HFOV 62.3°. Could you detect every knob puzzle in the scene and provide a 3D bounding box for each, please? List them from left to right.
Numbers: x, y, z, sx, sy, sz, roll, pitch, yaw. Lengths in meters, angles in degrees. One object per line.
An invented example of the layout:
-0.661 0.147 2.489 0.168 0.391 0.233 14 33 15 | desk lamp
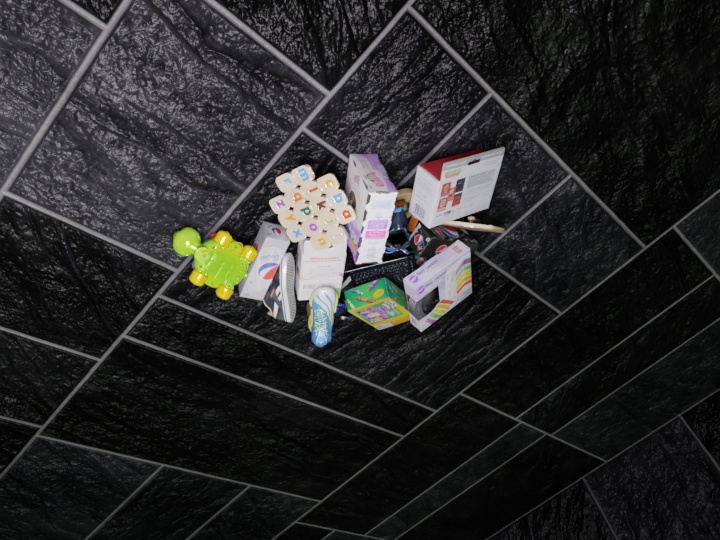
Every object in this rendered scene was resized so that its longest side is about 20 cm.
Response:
0.275 -0.121 1.499 0.219 0.220 0.031 7 94 -23 | knob puzzle

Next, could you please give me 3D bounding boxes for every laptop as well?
0.062 0.026 1.510 0.177 0.103 0.200 -13 129 4 | laptop

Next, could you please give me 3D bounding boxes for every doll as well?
-0.043 0.099 1.665 0.199 0.049 0.137 1 148 -22 | doll

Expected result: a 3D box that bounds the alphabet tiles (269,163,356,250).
-0.111 -0.143 1.374 0.195 0.015 0.200 -19 110 32 | alphabet tiles

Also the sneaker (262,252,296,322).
-0.213 0.044 1.541 0.079 0.078 0.201 9 119 11 | sneaker

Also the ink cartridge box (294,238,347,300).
-0.103 -0.019 1.530 0.117 0.067 0.201 -2 132 -15 | ink cartridge box

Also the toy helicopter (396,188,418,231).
0.098 -0.132 1.507 0.132 0.079 0.200 -11 145 -21 | toy helicopter

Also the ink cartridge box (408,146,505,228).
0.228 -0.215 1.409 0.199 0.084 0.176 -19 137 -30 | ink cartridge box

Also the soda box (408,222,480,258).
0.219 -0.072 1.558 0.199 0.063 0.071 4 131 -42 | soda box

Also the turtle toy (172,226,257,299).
-0.351 -0.033 1.413 0.200 0.101 0.146 33 92 -35 | turtle toy

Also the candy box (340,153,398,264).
0.014 -0.144 1.386 0.071 0.168 0.201 -3 132 -17 | candy box

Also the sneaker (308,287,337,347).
-0.093 0.131 1.560 0.075 0.105 0.200 -4 145 -11 | sneaker

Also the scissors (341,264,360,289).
0.000 0.000 1.568 0.200 0.073 0.014 -61 162 20 | scissors

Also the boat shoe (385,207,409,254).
0.080 -0.078 1.445 0.084 0.069 0.200 -11 156 5 | boat shoe

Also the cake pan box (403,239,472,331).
0.200 0.043 1.537 0.200 0.052 0.185 -34 139 -19 | cake pan box

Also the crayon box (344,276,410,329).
0.056 0.090 1.560 0.118 0.058 0.200 -20 153 19 | crayon box

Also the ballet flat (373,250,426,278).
0.088 0.002 1.610 0.199 0.069 0.071 -19 121 -6 | ballet flat

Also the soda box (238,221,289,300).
-0.244 -0.021 1.483 0.063 0.068 0.200 12 125 -27 | soda box
